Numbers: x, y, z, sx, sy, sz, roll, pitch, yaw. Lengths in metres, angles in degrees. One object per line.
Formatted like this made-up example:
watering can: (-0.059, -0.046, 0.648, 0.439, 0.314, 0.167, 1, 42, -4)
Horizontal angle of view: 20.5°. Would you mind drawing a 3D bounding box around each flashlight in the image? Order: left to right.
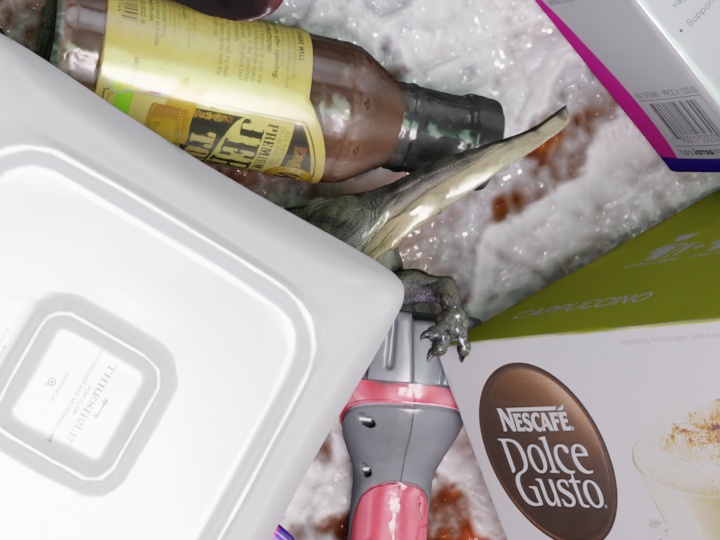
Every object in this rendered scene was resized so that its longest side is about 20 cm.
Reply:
flashlight: (0.014, 0.118, 0.859, 0.067, 0.068, 0.202, 8, 86, -50)

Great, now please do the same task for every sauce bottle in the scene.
sauce bottle: (-0.036, -0.072, 0.837, 0.198, 0.065, 0.065, 10, 91, -15)

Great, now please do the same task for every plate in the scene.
plate: (-0.105, 0.044, 0.722, 0.199, 0.032, 0.201, 31, 84, -15)

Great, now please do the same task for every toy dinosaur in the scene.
toy dinosaur: (0.000, 0.000, 0.811, 0.198, 0.047, 0.089, -21, 58, 12)

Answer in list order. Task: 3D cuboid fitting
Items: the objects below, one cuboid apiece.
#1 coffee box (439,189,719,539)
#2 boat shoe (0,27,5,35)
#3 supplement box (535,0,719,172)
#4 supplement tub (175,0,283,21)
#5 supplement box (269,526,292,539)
coffee box: (0.188, 0.075, 0.813, 0.199, 0.199, 0.199, -26, 100, -33)
boat shoe: (-0.180, -0.094, 0.790, 0.070, 0.070, 0.201, -26, 79, -19)
supplement box: (0.127, -0.149, 0.860, 0.103, 0.101, 0.200, -45, 104, -9)
supplement tub: (-0.025, -0.206, 0.801, 0.107, 0.107, 0.201, 39, 68, -15)
supplement box: (-0.139, 0.077, 0.791, 0.200, 0.101, 0.104, 43, 81, -13)
